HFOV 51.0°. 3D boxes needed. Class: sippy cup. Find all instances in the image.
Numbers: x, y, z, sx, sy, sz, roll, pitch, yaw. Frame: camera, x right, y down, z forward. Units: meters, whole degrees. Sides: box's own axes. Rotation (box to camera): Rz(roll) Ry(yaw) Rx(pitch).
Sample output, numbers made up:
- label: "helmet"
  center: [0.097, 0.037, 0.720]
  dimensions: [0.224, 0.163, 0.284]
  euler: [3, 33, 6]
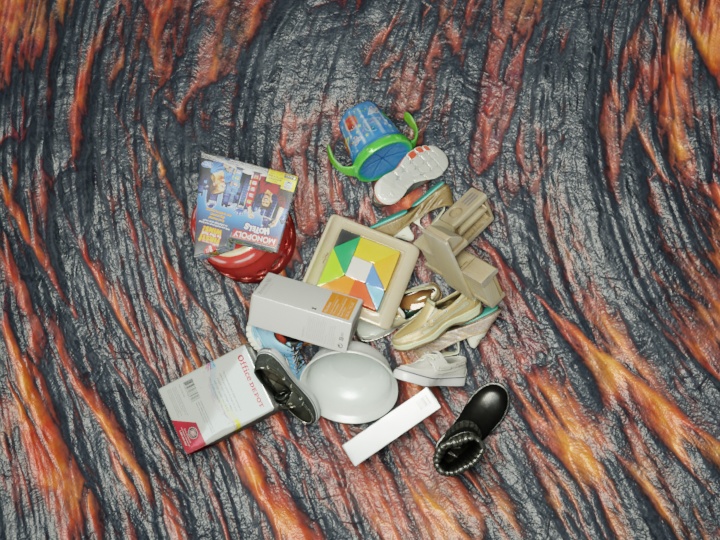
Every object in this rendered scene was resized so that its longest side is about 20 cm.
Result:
- label: "sippy cup"
  center: [0.022, -0.280, 1.599]
  dimensions: [0.140, 0.177, 0.131]
  euler: [-45, 64, 40]

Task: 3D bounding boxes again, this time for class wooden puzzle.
- label: "wooden puzzle"
  center: [0.000, 0.000, 1.525]
  dimensions: [0.199, 0.037, 0.186]
  euler: [22, 76, 0]

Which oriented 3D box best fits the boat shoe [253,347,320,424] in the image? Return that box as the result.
- label: "boat shoe"
  center: [-0.147, 0.238, 1.476]
  dimensions: [0.068, 0.057, 0.200]
  euler: [-18, 119, 27]

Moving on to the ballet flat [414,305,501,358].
- label: "ballet flat"
  center: [0.204, 0.134, 1.556]
  dimensions: [0.199, 0.068, 0.068]
  euler: [-21, 100, 8]

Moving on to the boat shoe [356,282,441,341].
- label: "boat shoe"
  center: [0.075, 0.081, 1.567]
  dimensions: [0.199, 0.068, 0.075]
  euler: [-31, 80, 1]

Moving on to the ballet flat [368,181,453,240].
- label: "ballet flat"
  center: [0.113, -0.109, 1.600]
  dimensions: [0.200, 0.068, 0.073]
  euler: [-32, 99, -3]

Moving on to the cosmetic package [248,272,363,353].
- label: "cosmetic package"
  center: [-0.105, 0.080, 1.463]
  dimensions: [0.199, 0.102, 0.072]
  euler: [15, 119, 6]

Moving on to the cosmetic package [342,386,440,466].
- label: "cosmetic package"
  center: [0.066, 0.305, 1.496]
  dimensions: [0.200, 0.151, 0.052]
  euler: [-35, 82, 1]

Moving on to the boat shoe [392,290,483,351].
- label: "boat shoe"
  center: [0.145, 0.088, 1.517]
  dimensions: [0.199, 0.072, 0.076]
  euler: [-29, 115, -9]

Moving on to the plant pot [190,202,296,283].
- label: "plant pot"
  center: [-0.245, -0.079, 1.569]
  dimensions: [0.199, 0.182, 0.202]
  euler: [-1, 84, 6]

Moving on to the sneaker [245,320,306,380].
- label: "sneaker"
  center: [-0.148, 0.171, 1.534]
  dimensions: [0.090, 0.079, 0.200]
  euler: [-20, 116, 29]

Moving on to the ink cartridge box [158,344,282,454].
- label: "ink cartridge box"
  center: [-0.274, 0.260, 1.540]
  dimensions: [0.199, 0.145, 0.146]
  euler: [-26, 79, 2]

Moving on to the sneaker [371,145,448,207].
- label: "sneaker"
  center: [0.097, -0.198, 1.604]
  dimensions: [0.200, 0.082, 0.077]
  euler: [-32, 87, -23]

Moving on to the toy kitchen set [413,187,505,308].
- label: "toy kitchen set"
  center: [0.221, -0.073, 1.469]
  dimensions: [0.180, 0.163, 0.200]
  euler: [-43, 44, -12]

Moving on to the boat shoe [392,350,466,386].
- label: "boat shoe"
  center: [0.143, 0.191, 1.490]
  dimensions: [0.072, 0.199, 0.066]
  euler: [11, 91, 50]

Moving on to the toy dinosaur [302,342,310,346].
- label: "toy dinosaur"
  center: [-0.121, 0.109, 1.587]
  dimensions: [0.199, 0.102, 0.136]
  euler: [5, 103, -9]

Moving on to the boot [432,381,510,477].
- label: "boot"
  center: [0.222, 0.309, 1.474]
  dimensions: [0.079, 0.158, 0.211]
  euler: [37, 87, 10]

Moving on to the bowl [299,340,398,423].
- label: "bowl"
  center: [-0.020, 0.210, 1.529]
  dimensions: [0.200, 0.091, 0.202]
  euler: [3, 127, 5]

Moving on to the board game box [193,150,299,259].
- label: "board game box"
  center: [-0.235, -0.105, 1.447]
  dimensions: [0.199, 0.062, 0.201]
  euler: [16, 87, 7]
